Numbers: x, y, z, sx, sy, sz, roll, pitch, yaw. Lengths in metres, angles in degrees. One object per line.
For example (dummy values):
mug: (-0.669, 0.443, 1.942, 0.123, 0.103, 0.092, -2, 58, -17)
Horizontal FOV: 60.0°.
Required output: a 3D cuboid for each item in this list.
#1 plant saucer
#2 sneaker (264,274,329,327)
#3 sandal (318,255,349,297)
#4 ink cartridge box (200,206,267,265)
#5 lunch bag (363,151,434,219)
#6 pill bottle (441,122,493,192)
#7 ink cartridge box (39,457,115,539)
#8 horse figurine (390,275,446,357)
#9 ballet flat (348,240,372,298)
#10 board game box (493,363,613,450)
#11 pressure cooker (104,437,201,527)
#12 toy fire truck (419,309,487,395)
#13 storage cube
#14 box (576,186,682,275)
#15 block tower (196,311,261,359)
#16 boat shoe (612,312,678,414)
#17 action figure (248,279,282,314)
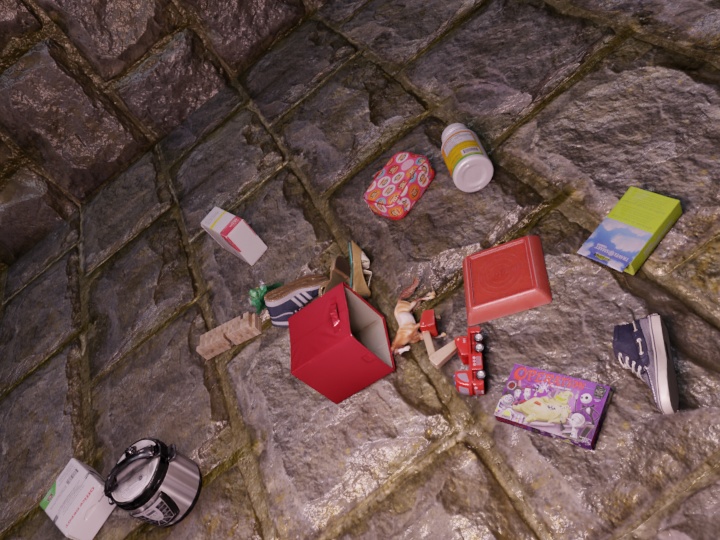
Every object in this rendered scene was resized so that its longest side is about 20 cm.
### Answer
plant saucer: (0.326, 0.012, 1.436, 0.197, 0.037, 0.202, -19, 44, 24)
sneaker: (-0.171, 0.089, 1.741, 0.198, 0.110, 0.070, -21, 30, -26)
sandal: (-0.080, 0.057, 1.701, 0.069, 0.077, 0.214, -35, 30, 37)
ink cartridge box: (-0.417, -0.116, 2.045, 0.084, 0.146, 0.199, -50, 41, -14)
lunch bag: (0.102, -0.251, 1.811, 0.175, 0.082, 0.201, 23, 71, 47)
pill bottle: (0.283, -0.316, 1.705, 0.110, 0.111, 0.202, -28, 41, 14)
ink cartridge box: (-0.762, 0.625, 1.696, 0.198, 0.084, 0.147, 13, 63, 44)
horse figurine: (0.126, 0.111, 1.493, 0.131, 0.050, 0.202, -22, 46, 13)
ballet flat: (0.000, 0.000, 1.695, 0.062, 0.069, 0.202, -2, 50, 0)
board game box: (0.365, 0.256, 1.194, 0.198, 0.032, 0.121, 8, 56, 42)
pressure cooker: (-0.509, 0.509, 1.515, 0.176, 0.201, 0.178, 1, 54, 37)
toy fire truck: (0.199, 0.176, 1.349, 0.138, 0.049, 0.202, -6, 50, 13)
storage cube: (-0.047, 0.174, 1.464, 0.178, 0.200, 0.173, -32, 41, 19)
box: (0.568, -0.079, 1.319, 0.200, 0.048, 0.121, -48, 40, -8)
block tower: (-0.383, 0.188, 1.817, 0.198, 0.054, 0.058, -27, 41, 15)
boat shoe: (0.511, 0.173, 1.128, 0.092, 0.075, 0.202, -19, 37, 33)
action figure: (-0.278, 0.069, 1.750, 0.054, 0.200, 0.119, 33, 87, 4)
